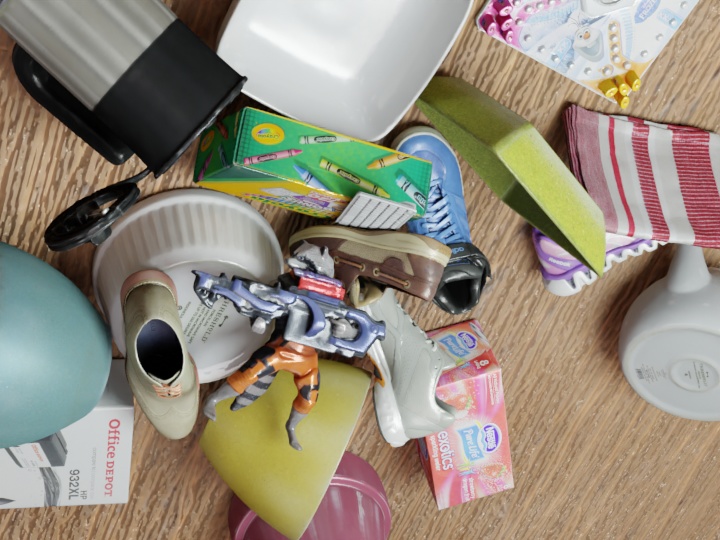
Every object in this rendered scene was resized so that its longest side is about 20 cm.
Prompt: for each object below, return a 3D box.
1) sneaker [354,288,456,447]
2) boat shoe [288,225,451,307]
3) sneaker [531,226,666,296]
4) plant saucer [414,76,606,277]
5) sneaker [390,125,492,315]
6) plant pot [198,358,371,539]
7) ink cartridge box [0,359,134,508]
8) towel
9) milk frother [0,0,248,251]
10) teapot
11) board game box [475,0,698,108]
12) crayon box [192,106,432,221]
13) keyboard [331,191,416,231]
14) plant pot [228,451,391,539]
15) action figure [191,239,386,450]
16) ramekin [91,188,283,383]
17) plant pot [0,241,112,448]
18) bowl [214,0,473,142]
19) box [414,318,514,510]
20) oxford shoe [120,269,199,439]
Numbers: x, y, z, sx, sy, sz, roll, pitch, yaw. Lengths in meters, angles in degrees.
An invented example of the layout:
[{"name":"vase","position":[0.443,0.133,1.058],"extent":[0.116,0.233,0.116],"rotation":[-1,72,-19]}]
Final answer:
[{"name":"sneaker","position":[0.053,0.081,1.299],"extent":[0.091,0.076,0.202],"rotation":[-13,89,12]},{"name":"boat shoe","position":[0.000,0.000,1.211],"extent":[0.072,0.199,0.073],"rotation":[24,75,-49]},{"name":"sneaker","position":[0.269,-0.057,1.315],"extent":[0.199,0.081,0.089],"rotation":[-33,120,10]},{"name":"plant saucer","position":[0.148,-0.105,1.173],"extent":[0.048,0.200,0.200],"rotation":[-46,126,1]},{"name":"sneaker","position":[0.084,-0.043,1.246],"extent":[0.076,0.112,0.201],"rotation":[-16,128,-4]},{"name":"plant pot","position":[-0.092,0.173,1.325],"extent":[0.141,0.200,0.201],"rotation":[25,119,-2]},{"name":"ink cartridge box","position":[-0.346,0.176,1.301],"extent":[0.198,0.084,0.146],"rotation":[0,125,-16]},{"name":"towel","position":[0.305,-0.094,1.256],"extent":[0.198,0.145,0.023],"rotation":[7,150,-21]},{"name":"milk frother","position":[-0.229,-0.144,1.001],"extent":[0.188,0.200,0.180],"rotation":[43,123,-11]},{"name":"teapot","position":[0.398,0.069,1.407],"extent":[0.196,0.147,0.200],"rotation":[28,139,-4]},{"name":"board game box","position":[0.243,-0.275,1.176],"extent":[0.199,0.026,0.201],"rotation":[21,118,-28]},{"name":"crayon box","position":[-0.046,-0.094,1.163],"extent":[0.199,0.119,0.059],"rotation":[14,80,-24]},{"name":"keyboard","position":[0.008,-0.048,1.168],"extent":[0.056,0.200,0.011],"rotation":[10,81,-7]},{"name":"plant pot","position":[-0.048,0.345,1.452],"extent":[0.198,0.180,0.201],"rotation":[-8,128,-11]},{"name":"action figure","position":[-0.090,0.057,1.176],"extent":[0.199,0.105,0.195],"rotation":[25,92,-20]},{"name":"ramekin","position":[-0.170,0.025,1.235],"extent":[0.200,0.095,0.204],"rotation":[-8,127,-10]},{"name":"plant pot","position":[-0.319,0.082,1.173],"extent":[0.134,0.201,0.201],"rotation":[16,120,-31]},{"name":"bowl","position":[-0.018,-0.234,1.100],"extent":[0.199,0.075,0.200],"rotation":[22,117,-28]},{"name":"box","position":[0.114,0.170,1.422],"extent":[0.102,0.095,0.201],"rotation":[-15,128,-6]},{"name":"oxford shoe","position":[-0.194,0.099,1.174],"extent":[0.070,0.074,0.201],"rotation":[-13,128,-6]}]
